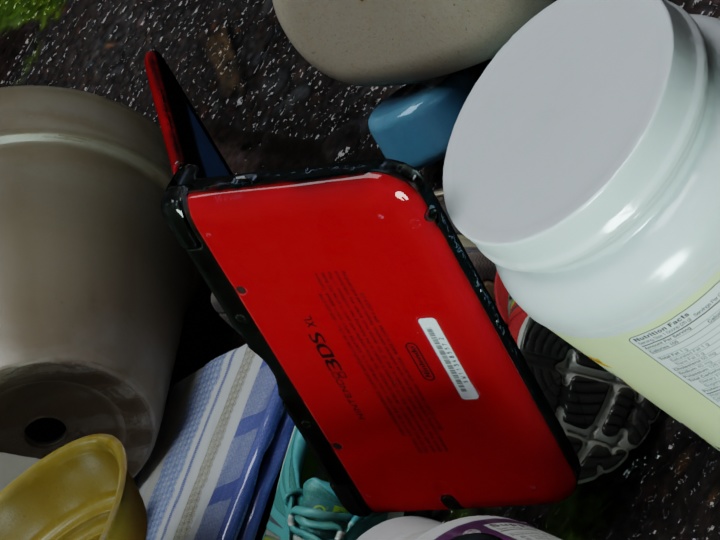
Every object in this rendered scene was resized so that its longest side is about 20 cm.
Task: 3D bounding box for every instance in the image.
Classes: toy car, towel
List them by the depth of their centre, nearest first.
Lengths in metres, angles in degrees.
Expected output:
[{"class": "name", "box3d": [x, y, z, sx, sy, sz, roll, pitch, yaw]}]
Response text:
[{"class": "towel", "box3d": [-0.080, 0.106, 1.526, 0.200, 0.024, 0.147, -29, 38, 62]}, {"class": "toy car", "box3d": [0.063, -0.189, 1.562, 0.177, 0.185, 0.200, -21, 17, 42]}]

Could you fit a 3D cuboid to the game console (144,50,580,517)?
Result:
[{"class": "game console", "box3d": [0.000, 0.000, 1.296, 0.172, 0.200, 0.119, -6, 43, 30]}]

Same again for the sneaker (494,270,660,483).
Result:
[{"class": "sneaker", "box3d": [0.097, 0.023, 1.393, 0.085, 0.077, 0.200, -48, 26, 51]}]

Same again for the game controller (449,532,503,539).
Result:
[{"class": "game controller", "box3d": [-0.003, 0.187, 1.163, 0.200, 0.042, 0.104, -36, 53, 20]}]

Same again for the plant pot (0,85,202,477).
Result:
[{"class": "plant pot", "box3d": [-0.177, 0.029, 1.607, 0.200, 0.200, 0.174, -39, 37, 24]}]

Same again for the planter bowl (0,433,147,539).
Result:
[{"class": "planter bowl", "box3d": [-0.149, 0.180, 1.388, 0.200, 0.083, 0.201, -41, 21, 20]}]

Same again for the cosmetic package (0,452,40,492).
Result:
[{"class": "cosmetic package", "box3d": [-0.181, 0.204, 1.512, 0.103, 0.087, 0.200, 122, 155, -58]}]

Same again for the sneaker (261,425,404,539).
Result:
[{"class": "sneaker", "box3d": [-0.022, 0.136, 1.394, 0.077, 0.080, 0.200, 3, 54, 4]}]

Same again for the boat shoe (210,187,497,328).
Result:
[{"class": "boat shoe", "box3d": [0.010, 0.000, 1.520, 0.200, 0.075, 0.073, -7, 44, 40]}]

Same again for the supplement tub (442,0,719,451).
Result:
[{"class": "supplement tub", "box3d": [0.145, -0.015, 1.223, 0.145, 0.200, 0.145, -33, 38, 31]}]

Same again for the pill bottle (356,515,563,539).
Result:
[{"class": "pill bottle", "box3d": [0.068, 0.166, 1.244, 0.200, 0.112, 0.112, 17, 75, 57]}]
